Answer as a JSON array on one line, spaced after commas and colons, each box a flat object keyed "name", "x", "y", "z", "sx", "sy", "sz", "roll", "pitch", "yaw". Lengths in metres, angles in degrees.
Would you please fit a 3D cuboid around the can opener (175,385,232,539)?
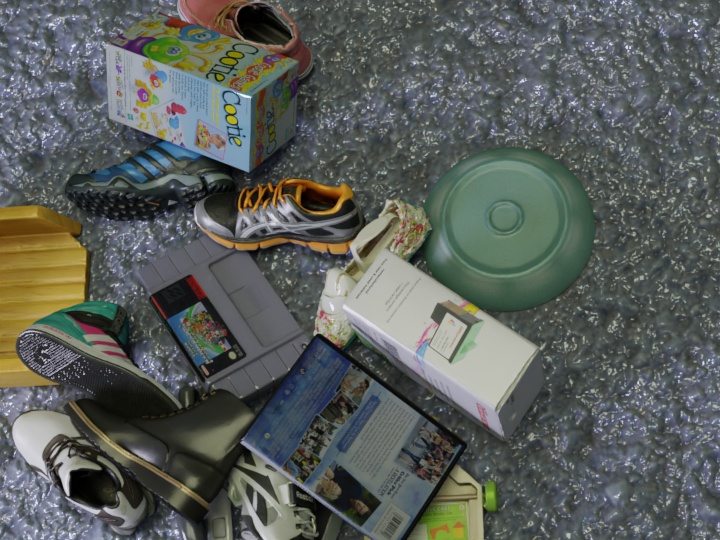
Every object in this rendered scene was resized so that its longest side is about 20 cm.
[{"name": "can opener", "x": -0.173, "y": 0.216, "z": 1.553, "sx": 0.053, "sy": 0.067, "sz": 0.200, "roll": -8, "pitch": 70, "yaw": 6}]

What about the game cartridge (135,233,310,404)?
[{"name": "game cartridge", "x": -0.152, "y": 0.053, "z": 1.609, "sx": 0.130, "sy": 0.038, "sz": 0.200, "roll": -27, "pitch": 67, "yaw": -23}]

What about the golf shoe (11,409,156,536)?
[{"name": "golf shoe", "x": -0.312, "y": 0.209, "z": 1.566, "sx": 0.200, "sy": 0.094, "sz": 0.078, "roll": 31, "pitch": 80, "yaw": 20}]

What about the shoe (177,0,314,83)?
[{"name": "shoe", "x": -0.145, "y": -0.302, "z": 1.717, "sx": 0.200, "sy": 0.091, "sz": 0.071, "roll": 33, "pitch": 79, "yaw": 18}]

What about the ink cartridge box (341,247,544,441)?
[{"name": "ink cartridge box", "x": 0.091, "y": 0.081, "z": 1.514, "sx": 0.200, "sy": 0.145, "sz": 0.084, "roll": 34, "pitch": 79, "yaw": 19}]

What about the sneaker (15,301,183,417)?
[{"name": "sneaker", "x": -0.272, "y": 0.102, "z": 1.593, "sx": 0.200, "sy": 0.121, "sz": 0.084, "roll": 31, "pitch": 119, "yaw": -1}]

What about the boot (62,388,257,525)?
[{"name": "boot", "x": -0.202, "y": 0.161, "z": 1.508, "sx": 0.200, "sy": 0.077, "sz": 0.138, "roll": 33, "pitch": 75, "yaw": 21}]

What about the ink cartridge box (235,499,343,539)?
[{"name": "ink cartridge box", "x": -0.053, "y": 0.215, "z": 1.542, "sx": 0.099, "sy": 0.039, "sz": 0.200, "roll": 13, "pitch": 72, "yaw": 24}]

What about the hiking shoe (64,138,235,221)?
[{"name": "hiking shoe", "x": -0.247, "y": -0.112, "z": 1.686, "sx": 0.200, "sy": 0.074, "sz": 0.087, "roll": -4, "pitch": 62, "yaw": -2}]

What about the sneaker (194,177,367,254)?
[{"name": "sneaker", "x": -0.091, "y": -0.072, "z": 1.624, "sx": 0.200, "sy": 0.077, "sz": 0.078, "roll": 2, "pitch": 49, "yaw": 4}]

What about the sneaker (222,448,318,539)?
[{"name": "sneaker", "x": -0.079, "y": 0.237, "z": 1.477, "sx": 0.089, "sy": 0.074, "sz": 0.200, "roll": -43, "pitch": 60, "yaw": 1}]

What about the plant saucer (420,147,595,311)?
[{"name": "plant saucer", "x": 0.163, "y": -0.054, "z": 1.608, "sx": 0.200, "sy": 0.036, "sz": 0.200, "roll": -3, "pitch": 71, "yaw": 8}]

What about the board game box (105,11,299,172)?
[{"name": "board game box", "x": -0.183, "y": -0.210, "z": 1.658, "sx": 0.200, "sy": 0.105, "sz": 0.103, "roll": 22, "pitch": 40, "yaw": 21}]

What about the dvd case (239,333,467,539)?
[{"name": "dvd case", "x": -0.005, "y": 0.178, "z": 1.476, "sx": 0.200, "sy": 0.018, "sz": 0.143, "roll": 37, "pitch": 69, "yaw": -2}]

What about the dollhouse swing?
[{"name": "dollhouse swing", "x": -0.423, "y": 0.013, "z": 1.609, "sx": 0.182, "sy": 0.176, "sz": 0.200, "roll": -4, "pitch": 69, "yaw": 8}]

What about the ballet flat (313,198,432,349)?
[{"name": "ballet flat", "x": 0.000, "y": 0.000, "z": 1.594, "sx": 0.076, "sy": 0.064, "sz": 0.200, "roll": 25, "pitch": 76, "yaw": 49}]

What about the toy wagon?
[{"name": "toy wagon", "x": 0.069, "y": 0.255, "z": 1.514, "sx": 0.155, "sy": 0.040, "sz": 0.200, "roll": -4, "pitch": 70, "yaw": 8}]
